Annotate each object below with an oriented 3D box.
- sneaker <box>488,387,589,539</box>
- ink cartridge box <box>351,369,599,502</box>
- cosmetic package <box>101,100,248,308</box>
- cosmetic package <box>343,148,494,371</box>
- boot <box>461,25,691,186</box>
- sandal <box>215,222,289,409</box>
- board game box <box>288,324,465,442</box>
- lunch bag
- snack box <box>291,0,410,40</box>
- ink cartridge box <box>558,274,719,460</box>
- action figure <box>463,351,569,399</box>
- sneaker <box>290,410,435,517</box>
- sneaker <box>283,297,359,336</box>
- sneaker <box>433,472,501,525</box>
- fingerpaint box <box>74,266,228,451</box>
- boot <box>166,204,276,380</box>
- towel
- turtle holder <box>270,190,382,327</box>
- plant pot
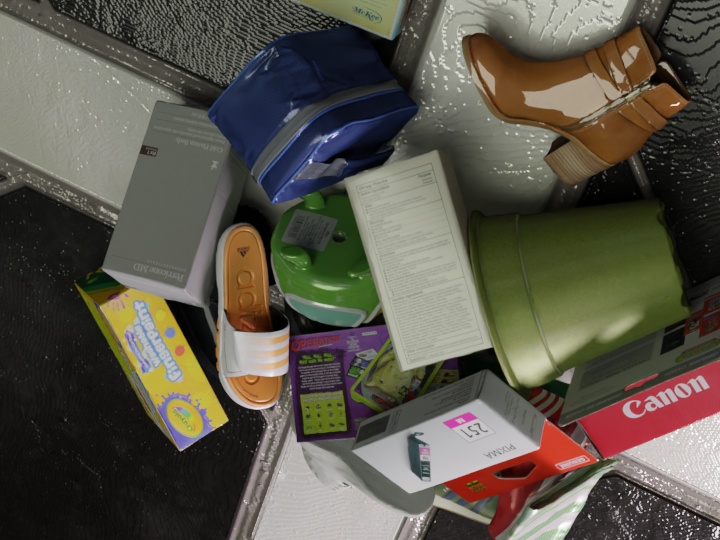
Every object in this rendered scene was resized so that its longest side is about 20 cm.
[{"bbox_3d":[0.171,0.206,1.450,0.115,0.078,0.201,35,116,8],"label":"sneaker"},{"bbox_3d":[0.116,0.192,1.350,0.173,0.044,0.199,39,138,-21],"label":"ink cartridge box"},{"bbox_3d":[-0.196,-0.071,1.422,0.106,0.202,0.090,11,164,14],"label":"cosmetic package"},{"bbox_3d":[0.064,-0.011,1.302,0.102,0.073,0.202,-15,92,15],"label":"cosmetic package"},{"bbox_3d":[0.207,-0.187,1.260,0.155,0.077,0.200,-35,103,35],"label":"boot"},{"bbox_3d":[-0.116,0.054,1.412,0.059,0.079,0.209,10,110,55],"label":"sandal"},{"bbox_3d":[0.018,0.120,1.425,0.198,0.032,0.122,-7,91,21],"label":"board game box"},{"bbox_3d":[-0.037,-0.152,1.315,0.136,0.199,0.133,-42,79,36],"label":"lunch bag"},{"bbox_3d":[-0.038,-0.324,1.309,0.198,0.037,0.117,23,124,9],"label":"snack box"},{"bbox_3d":[0.314,0.106,1.321,0.199,0.176,0.084,-29,105,33],"label":"ink cartridge box"},{"bbox_3d":[0.166,0.135,1.471,0.198,0.055,0.119,25,126,3],"label":"action figure"},{"bbox_3d":[0.008,0.239,1.563,0.199,0.074,0.116,34,158,21],"label":"sneaker"},{"bbox_3d":[-0.009,0.087,1.516,0.082,0.073,0.200,-36,108,20],"label":"sneaker"},{"bbox_3d":[0.135,0.239,1.532,0.198,0.067,0.091,10,126,20],"label":"sneaker"},{"bbox_3d":[-0.250,0.094,1.554,0.201,0.073,0.167,64,164,-18],"label":"fingerpaint box"},{"bbox_3d":[-0.145,0.025,1.522,0.162,0.073,0.199,-29,97,37],"label":"boot"},{"bbox_3d":[0.197,0.290,1.436,0.023,0.152,0.201,47,136,23],"label":"towel"},{"bbox_3d":[-0.005,-0.008,1.427,0.183,0.142,0.132,-9,140,-8],"label":"turtle holder"},{"bbox_3d":[0.228,0.010,1.316,0.188,0.200,0.202,-16,111,14],"label":"plant pot"}]
